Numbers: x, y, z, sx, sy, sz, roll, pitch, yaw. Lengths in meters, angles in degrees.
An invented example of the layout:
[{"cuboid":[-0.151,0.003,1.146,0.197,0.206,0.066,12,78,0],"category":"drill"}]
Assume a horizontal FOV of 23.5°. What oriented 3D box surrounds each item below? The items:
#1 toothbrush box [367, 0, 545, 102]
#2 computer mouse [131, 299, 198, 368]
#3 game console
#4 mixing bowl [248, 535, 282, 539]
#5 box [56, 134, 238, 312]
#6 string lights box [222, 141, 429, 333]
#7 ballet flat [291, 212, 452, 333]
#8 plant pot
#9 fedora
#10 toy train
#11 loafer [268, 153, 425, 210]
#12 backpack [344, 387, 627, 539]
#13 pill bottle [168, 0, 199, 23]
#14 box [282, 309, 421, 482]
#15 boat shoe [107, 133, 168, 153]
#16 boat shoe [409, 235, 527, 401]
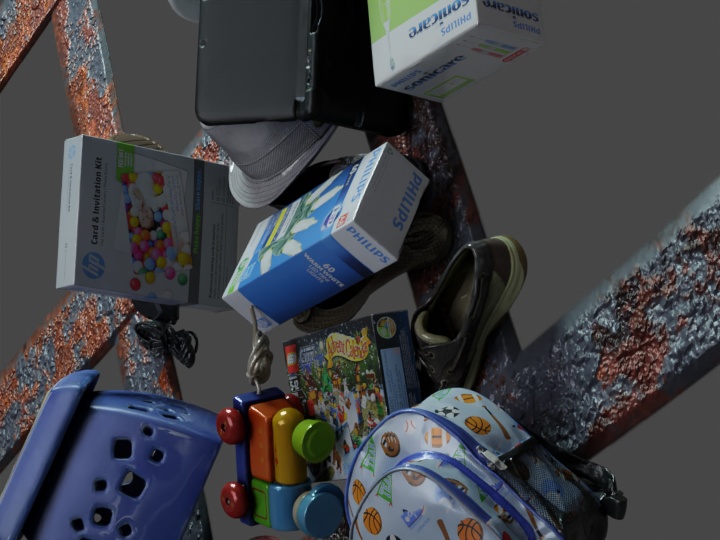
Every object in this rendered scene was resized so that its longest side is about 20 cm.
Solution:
[{"cuboid":[0.078,-0.274,1.550,0.145,0.086,0.202,-26,62,48],"category":"toothbrush box"},{"cuboid":[-0.227,0.001,1.879,0.138,0.052,0.202,15,130,59],"category":"computer mouse"},{"cuboid":[-0.050,-0.229,1.638,0.116,0.175,0.202,-9,76,52],"category":"game console"},{"cuboid":[-0.137,0.358,1.686,0.199,0.108,0.202,-14,72,52],"category":"mixing bowl"},{"cuboid":[-0.218,-0.046,1.803,0.041,0.199,0.158,-12,73,50],"category":"box"},{"cuboid":[-0.032,-0.027,1.580,0.199,0.059,0.103,-30,28,45],"category":"string lights box"},{"cuboid":[0.000,0.000,1.604,0.199,0.046,0.068,-29,59,35],"category":"ballet flat"},{"cuboid":[-0.251,0.211,1.726,0.200,0.179,0.201,-145,79,-85],"category":"plant pot"},{"cuboid":[-0.091,-0.170,1.699,0.200,0.090,0.177,-48,32,8],"category":"fedora"},{"cuboid":[-0.067,0.139,1.568,0.115,0.084,0.202,12,108,51],"category":"toy train"},{"cuboid":[-0.020,-0.074,1.657,0.199,0.063,0.073,-7,78,53],"category":"loafer"},{"cuboid":[0.076,0.197,1.371,0.191,0.153,0.201,47,121,26],"category":"backpack"},{"cuboid":[-0.174,-0.378,1.889,0.113,0.112,0.201,-44,50,39],"category":"pill bottle"},{"cuboid":[-0.007,0.118,1.565,0.200,0.037,0.138,-21,78,63],"category":"box"},{"cuboid":[-0.239,-0.084,1.950,0.202,0.074,0.075,48,134,50],"category":"boat shoe"},{"cuboid":[0.073,0.054,1.503,0.073,0.064,0.201,47,120,45],"category":"boat shoe"}]
